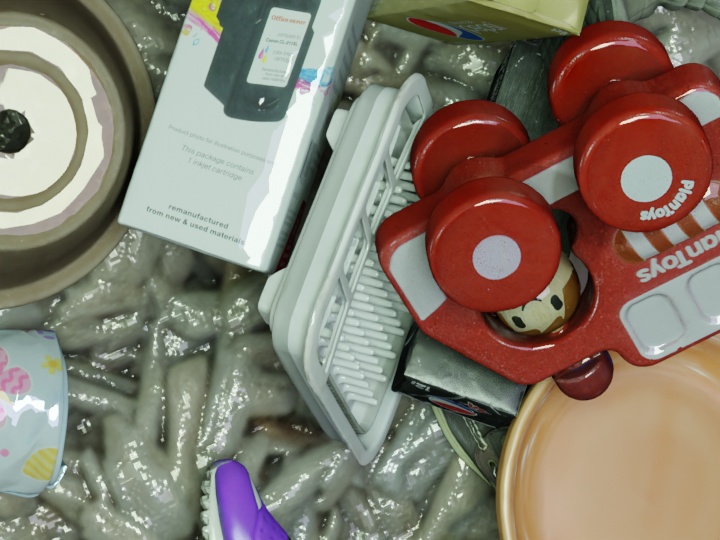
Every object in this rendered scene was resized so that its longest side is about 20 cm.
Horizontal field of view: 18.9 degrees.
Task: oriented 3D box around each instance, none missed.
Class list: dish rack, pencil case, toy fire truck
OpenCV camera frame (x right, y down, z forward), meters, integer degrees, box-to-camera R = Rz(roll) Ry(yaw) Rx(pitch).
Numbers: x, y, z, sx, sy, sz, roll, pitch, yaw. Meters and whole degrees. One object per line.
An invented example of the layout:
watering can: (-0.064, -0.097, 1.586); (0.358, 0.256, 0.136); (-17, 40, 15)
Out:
dish rack: (0.000, 0.000, 1.165); (0.043, 0.200, 0.173); (15, 71, 17)
pencil case: (-0.252, 0.073, 1.144); (0.198, 0.083, 0.092); (2, 77, -18)
toy fire truck: (0.119, -0.014, 1.098); (0.199, 0.112, 0.169); (-28, 118, 11)

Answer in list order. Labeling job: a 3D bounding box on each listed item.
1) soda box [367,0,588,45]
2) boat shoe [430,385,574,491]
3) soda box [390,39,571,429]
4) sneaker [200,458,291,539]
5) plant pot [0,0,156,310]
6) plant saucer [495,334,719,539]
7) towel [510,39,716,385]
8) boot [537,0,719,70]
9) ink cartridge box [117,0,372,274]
soda box: (0.063, -0.162, 1.159); (0.063, 0.200, 0.068); (15, 90, -15)
boat shoe: (0.107, 0.111, 1.252); (0.071, 0.066, 0.202); (-31, 93, -25)
soda box: (0.081, -0.020, 1.195); (0.070, 0.063, 0.202); (20, 78, -2)
sneaker: (-0.025, 0.194, 1.212); (0.099, 0.070, 0.202); (-18, 85, -6)
plant pot: (-0.190, -0.070, 1.106); (0.198, 0.174, 0.202); (-2, 96, -17)
plant saucer: (0.164, 0.128, 1.215); (0.198, 0.037, 0.202); (2, 85, -19)
towel: (0.169, -0.026, 1.268); (0.198, 0.032, 0.193); (11, 80, -14)
boot: (0.164, -0.158, 1.203); (0.129, 0.201, 0.068); (10, 127, -13)
ink cartridge box: (-0.052, -0.105, 1.151); (0.082, 0.146, 0.202); (18, 89, 2)
